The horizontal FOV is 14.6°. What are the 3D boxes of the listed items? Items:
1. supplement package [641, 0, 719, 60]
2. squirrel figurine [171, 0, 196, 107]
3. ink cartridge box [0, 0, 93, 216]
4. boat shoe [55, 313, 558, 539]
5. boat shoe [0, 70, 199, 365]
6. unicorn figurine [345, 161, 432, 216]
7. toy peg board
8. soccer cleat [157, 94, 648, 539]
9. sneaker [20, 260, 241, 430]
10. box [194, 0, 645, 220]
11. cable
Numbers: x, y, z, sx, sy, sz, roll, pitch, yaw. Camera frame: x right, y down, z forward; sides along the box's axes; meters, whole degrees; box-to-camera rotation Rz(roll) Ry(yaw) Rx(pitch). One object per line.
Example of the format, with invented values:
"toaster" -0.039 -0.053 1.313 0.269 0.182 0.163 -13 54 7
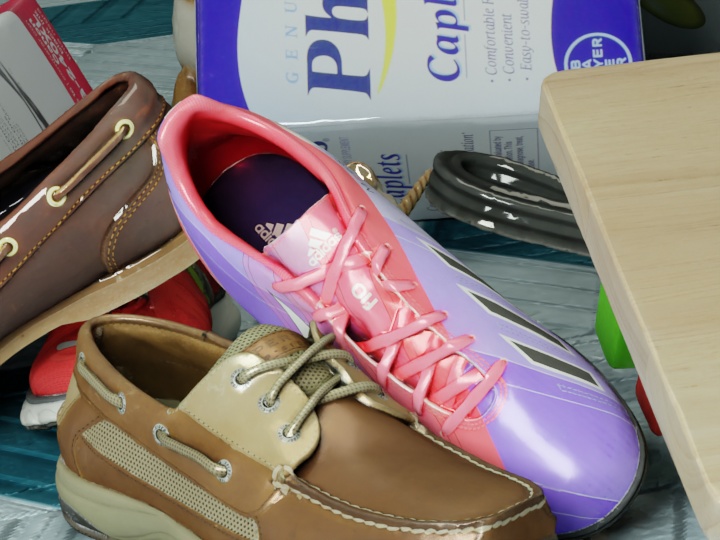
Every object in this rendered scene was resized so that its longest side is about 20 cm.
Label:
"supplement package" 0.143 -0.211 1.530 0.190 0.148 0.200 6 -17 37
"squirrel figurine" 0.007 -0.131 1.448 0.186 0.142 0.200 2 16 14
"ink cartridge box" -0.187 -0.028 1.123 0.145 0.084 0.200 -28 12 10
"boat shoe" -0.028 0.055 0.873 0.199 0.074 0.075 9 20 42
"boat shoe" -0.145 0.001 0.982 0.199 0.070 0.070 -34 35 -4
"unicorn figurine" 0.000 0.000 1.051 0.074 0.137 0.200 -40 40 6
"toy peg board" 0.173 0.024 0.893 0.199 0.098 0.200 -7 43 -10
"soccer cleat" 0.007 0.014 0.901 0.200 0.068 0.073 41 -5 30
"sneaker" -0.089 0.006 1.056 0.077 0.085 0.200 -5 15 1
"box" 0.026 -0.127 1.285 0.199 0.185 0.105 -4 -23 3
"cable" 0.119 0.004 1.025 0.199 0.051 0.097 8 27 1
